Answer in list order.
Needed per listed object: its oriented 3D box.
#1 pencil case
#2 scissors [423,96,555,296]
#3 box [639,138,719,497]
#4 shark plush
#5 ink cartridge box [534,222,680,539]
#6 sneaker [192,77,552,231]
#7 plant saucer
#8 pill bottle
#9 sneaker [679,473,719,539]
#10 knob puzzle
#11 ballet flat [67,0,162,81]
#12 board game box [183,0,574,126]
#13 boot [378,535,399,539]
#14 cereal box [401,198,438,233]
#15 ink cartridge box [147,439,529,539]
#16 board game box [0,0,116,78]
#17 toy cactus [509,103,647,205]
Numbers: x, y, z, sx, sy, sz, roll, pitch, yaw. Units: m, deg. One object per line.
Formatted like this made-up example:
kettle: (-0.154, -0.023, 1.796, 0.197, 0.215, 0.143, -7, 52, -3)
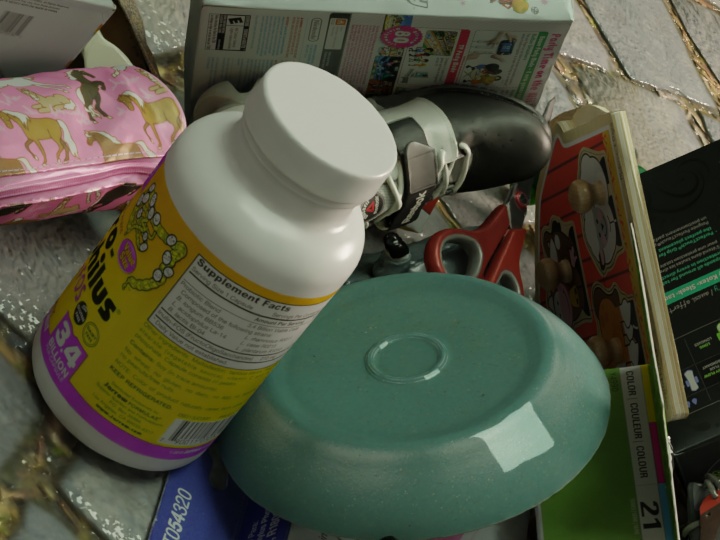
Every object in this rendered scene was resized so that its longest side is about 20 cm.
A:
pencil case: (-0.171, -0.056, 1.202, 0.200, 0.083, 0.087, -15, 75, -53)
scissors: (0.089, -0.026, 1.403, 0.073, 0.014, 0.200, 55, 39, -13)
box: (0.228, 0.047, 1.492, 0.149, 0.124, 0.201, 59, 9, -52)
shark plush: (0.000, 0.000, 1.356, 0.199, 0.083, 0.091, 12, 44, -44)
ink cartridge box: (0.125, 0.099, 1.283, 0.148, 0.075, 0.201, -91, 172, -51)
sneaker: (0.011, -0.051, 1.326, 0.198, 0.074, 0.089, -1, 43, -10)
plant saucer: (0.024, 0.056, 1.213, 0.198, 0.036, 0.201, -4, 35, 3)
pill bottle: (-0.067, -0.003, 1.154, 0.104, 0.200, 0.105, 27, 33, -20)
sneaker: (0.226, 0.135, 1.375, 0.082, 0.200, 0.077, 41, -1, 11)
knob puzzle: (0.129, 0.010, 1.449, 0.030, 0.220, 0.221, -10, 53, -14)
ballet flat: (-0.149, -0.131, 1.334, 0.201, 0.068, 0.067, 56, -4, 19)
board game box: (0.006, -0.130, 1.348, 0.198, 0.148, 0.065, 2, 65, -8)
boot: (0.050, 0.240, 1.112, 0.168, 0.076, 0.201, 28, 49, -22)
cereal box: (0.021, -0.142, 1.465, 0.143, 0.201, 0.039, 29, -6, -24)
ink cartridge box: (-0.002, 0.127, 1.243, 0.200, 0.043, 0.197, 38, 31, -16)
board game box: (-0.228, -0.186, 1.278, 0.105, 0.103, 0.201, 8, 47, -46)
toy cactus: (0.135, -0.076, 1.558, 0.199, 0.165, 0.103, 35, 75, -2)
